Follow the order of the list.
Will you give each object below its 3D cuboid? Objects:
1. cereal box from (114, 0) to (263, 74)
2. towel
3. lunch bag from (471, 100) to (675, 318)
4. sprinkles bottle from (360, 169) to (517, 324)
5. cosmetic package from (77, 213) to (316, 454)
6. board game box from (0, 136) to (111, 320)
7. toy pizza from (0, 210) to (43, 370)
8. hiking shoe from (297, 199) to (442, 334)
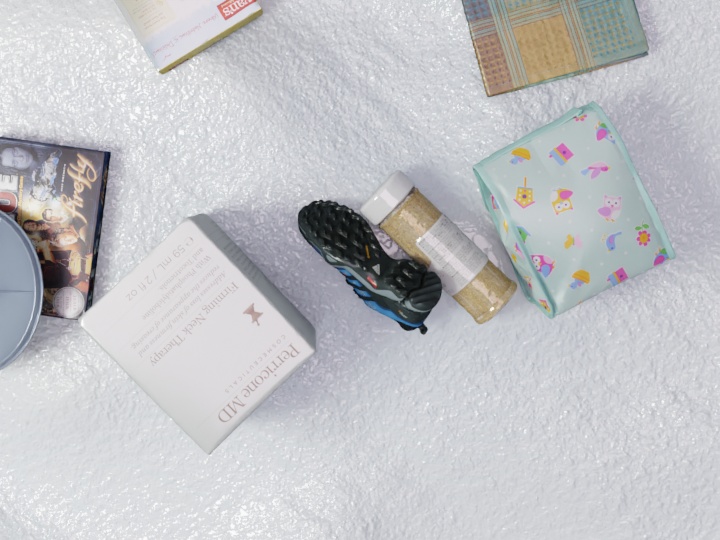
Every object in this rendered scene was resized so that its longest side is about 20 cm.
[{"bbox_3d":[-0.223,-0.349,1.200,0.144,0.040,0.200,-30,95,0],"label":"cereal box"},{"bbox_3d":[0.228,-0.299,1.231,0.199,0.022,0.147,-15,93,1],"label":"towel"},{"bbox_3d":[0.238,-0.073,1.196,0.170,0.122,0.200,-27,100,0],"label":"lunch bag"},{"bbox_3d":[0.092,-0.027,1.218,0.200,0.068,0.068,44,91,-4],"label":"sprinkles bottle"},{"bbox_3d":[-0.174,0.063,1.165,0.167,0.166,0.200,-44,95,1],"label":"cosmetic package"},{"bbox_3d":[-0.374,-0.049,1.215,0.135,0.035,0.201,7,93,-2],"label":"board game box"},{"bbox_3d":[-0.443,0.022,1.182,0.200,0.032,0.201,0,90,17],"label":"toy pizza"},{"bbox_3d":[0.000,0.000,1.213,0.200,0.087,0.074,39,55,16],"label":"hiking shoe"}]
